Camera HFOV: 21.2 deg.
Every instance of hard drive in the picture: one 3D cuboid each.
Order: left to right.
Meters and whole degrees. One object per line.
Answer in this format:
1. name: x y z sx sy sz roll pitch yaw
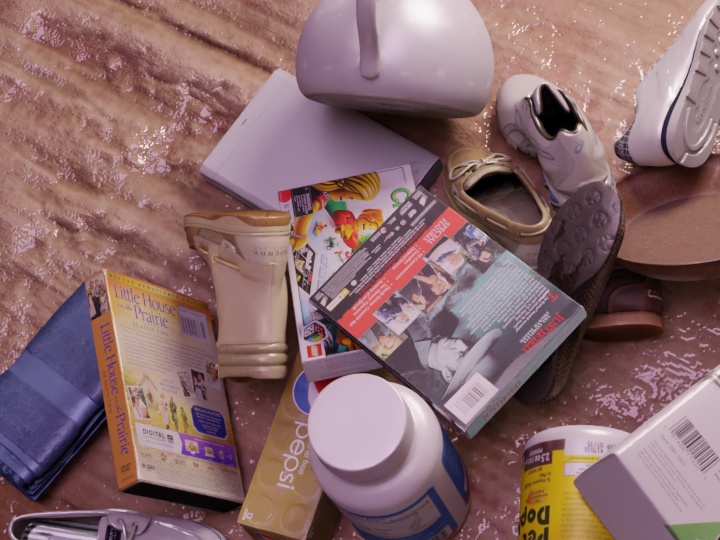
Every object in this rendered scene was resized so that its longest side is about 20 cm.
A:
1. hard drive: -0.039 -0.097 1.825 0.200 0.026 0.132 31 76 26

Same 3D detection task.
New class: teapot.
1. teapot: 0.034 -0.222 1.756 0.200 0.197 0.147 7 91 59

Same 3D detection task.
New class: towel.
1. towel: -0.274 0.106 1.779 0.111 0.049 0.200 35 79 26

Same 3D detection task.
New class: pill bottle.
1. pill bottle: 0.021 0.158 1.590 0.112 0.200 0.113 -6 64 12
2. pill bottle: 0.181 0.235 1.563 0.109 0.109 0.201 -1 65 14

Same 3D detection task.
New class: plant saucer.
1. plant saucer: 0.293 -0.042 1.663 0.199 0.037 0.201 -11 28 6

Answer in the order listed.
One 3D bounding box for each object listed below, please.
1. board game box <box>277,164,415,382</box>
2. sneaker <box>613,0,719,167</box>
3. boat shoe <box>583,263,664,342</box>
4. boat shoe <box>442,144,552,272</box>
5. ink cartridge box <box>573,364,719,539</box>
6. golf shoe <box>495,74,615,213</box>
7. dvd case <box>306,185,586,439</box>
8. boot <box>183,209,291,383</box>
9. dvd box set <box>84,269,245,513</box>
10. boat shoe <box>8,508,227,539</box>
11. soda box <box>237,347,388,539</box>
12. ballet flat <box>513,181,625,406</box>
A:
1. board game box: 0.000 0.000 1.706 0.126 0.035 0.201 -12 51 2
2. sneaker: 0.297 -0.181 1.754 0.080 0.076 0.200 -1 51 47
3. boat shoe: 0.166 0.029 1.688 0.199 0.070 0.071 -4 72 3
4. boat shoe: 0.125 -0.065 1.714 0.073 0.063 0.201 -19 38 -6
5. ink cartridge box: 0.294 0.161 1.525 0.200 0.084 0.146 -32 82 -28
6. golf shoe: 0.173 -0.141 1.729 0.078 0.098 0.200 -22 39 -6
7. dvd case: 0.070 0.031 1.616 0.146 0.022 0.200 -46 56 -10
8. boot: -0.111 0.024 1.738 0.072 0.200 0.156 -3 92 -23
9. dvd box set: -0.172 0.107 1.691 0.029 0.146 0.201 -26 64 27
10. boat shoe: -0.216 0.247 1.686 0.199 0.067 0.074 -2 65 13
11. soda box: -0.038 0.148 1.688 0.067 0.064 0.201 12 69 20
12. ballet flat: 0.178 0.021 1.620 0.067 0.046 0.201 24 102 36
